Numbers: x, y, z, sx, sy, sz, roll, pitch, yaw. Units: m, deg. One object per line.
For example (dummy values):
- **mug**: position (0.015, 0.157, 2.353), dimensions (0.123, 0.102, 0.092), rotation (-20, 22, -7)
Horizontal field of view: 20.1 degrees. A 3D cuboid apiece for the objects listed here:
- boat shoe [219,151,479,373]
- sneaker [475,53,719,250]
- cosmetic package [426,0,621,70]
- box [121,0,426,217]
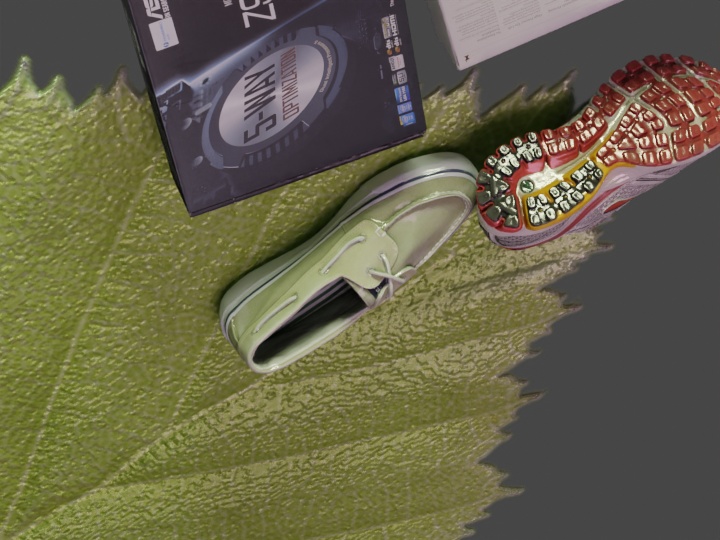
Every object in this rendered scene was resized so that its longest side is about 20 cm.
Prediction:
- **boat shoe**: position (0.000, 0.000, 1.332), dimensions (0.200, 0.062, 0.072), rotation (-36, 133, 6)
- **sneaker**: position (0.161, -0.077, 1.344), dimensions (0.200, 0.078, 0.082), rotation (-25, 162, -10)
- **cosmetic package**: position (0.133, -0.201, 1.230), dimensions (0.200, 0.051, 0.083), rotation (-23, 131, -4)
- **box**: position (-0.053, -0.142, 1.203), dimensions (0.160, 0.044, 0.200), rotation (-19, 133, -9)
